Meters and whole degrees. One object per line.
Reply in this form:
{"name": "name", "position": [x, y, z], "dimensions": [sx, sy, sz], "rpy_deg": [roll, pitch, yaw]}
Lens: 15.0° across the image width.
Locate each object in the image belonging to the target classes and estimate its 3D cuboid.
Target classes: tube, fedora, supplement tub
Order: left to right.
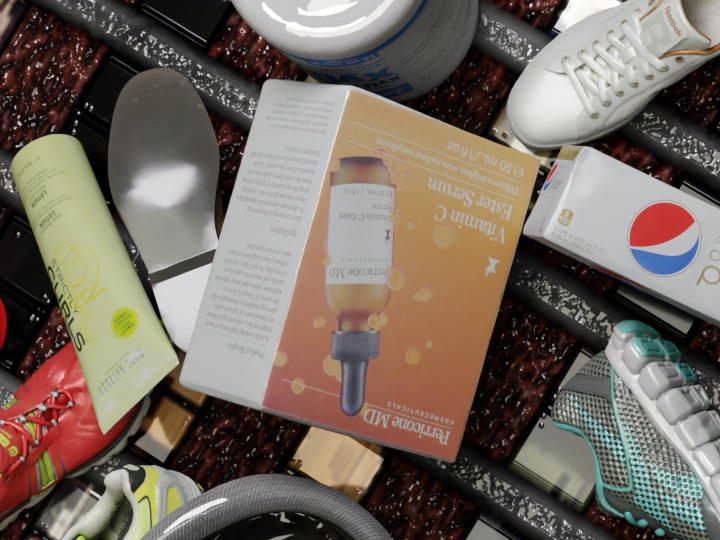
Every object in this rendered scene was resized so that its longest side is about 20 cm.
{"name": "tube", "position": [-0.172, 0.002, 1.753], "dimensions": [0.052, 0.058, 0.200], "rpy_deg": [-16, 59, -14]}
{"name": "fedora", "position": [-0.072, 0.214, 1.707], "dimensions": [0.200, 0.090, 0.177], "rpy_deg": [-37, 102, -6]}
{"name": "supplement tub", "position": [-0.003, -0.181, 1.694], "dimensions": [0.131, 0.200, 0.133], "rpy_deg": [-1, 83, 12]}

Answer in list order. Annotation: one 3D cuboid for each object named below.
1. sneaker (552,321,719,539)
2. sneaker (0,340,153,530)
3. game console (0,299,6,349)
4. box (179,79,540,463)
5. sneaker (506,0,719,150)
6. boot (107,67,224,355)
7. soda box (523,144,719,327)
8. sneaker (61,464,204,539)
{"name": "sneaker", "position": [0.192, 0.134, 1.686], "dimensions": [0.091, 0.078, 0.200], "rpy_deg": [-37, 73, 22]}
{"name": "sneaker", "position": [-0.215, 0.111, 1.766], "dimensions": [0.200, 0.085, 0.077], "rpy_deg": [-44, 78, 5]}
{"name": "game console", "position": [-0.352, 0.040, 1.836], "dimensions": [0.200, 0.031, 0.177], "rpy_deg": [38, 98, 14]}
{"name": "box", "position": [0.000, 0.000, 1.685], "dimensions": [0.106, 0.152, 0.201], "rpy_deg": [11, 85, 57]}
{"name": "sneaker", "position": [0.175, -0.144, 1.712], "dimensions": [0.200, 0.085, 0.073], "rpy_deg": [-31, 80, 9]}
{"name": "boot", "position": [-0.116, -0.031, 1.766], "dimensions": [0.073, 0.075, 0.201], "rpy_deg": [-14, 75, 2]}
{"name": "soda box", "position": [0.204, -0.008, 1.666], "dimensions": [0.199, 0.068, 0.064], "rpy_deg": [24, 89, -8]}
{"name": "sneaker", "position": [-0.178, 0.209, 1.741], "dimensions": [0.075, 0.076, 0.201], "rpy_deg": [23, 82, 44]}
